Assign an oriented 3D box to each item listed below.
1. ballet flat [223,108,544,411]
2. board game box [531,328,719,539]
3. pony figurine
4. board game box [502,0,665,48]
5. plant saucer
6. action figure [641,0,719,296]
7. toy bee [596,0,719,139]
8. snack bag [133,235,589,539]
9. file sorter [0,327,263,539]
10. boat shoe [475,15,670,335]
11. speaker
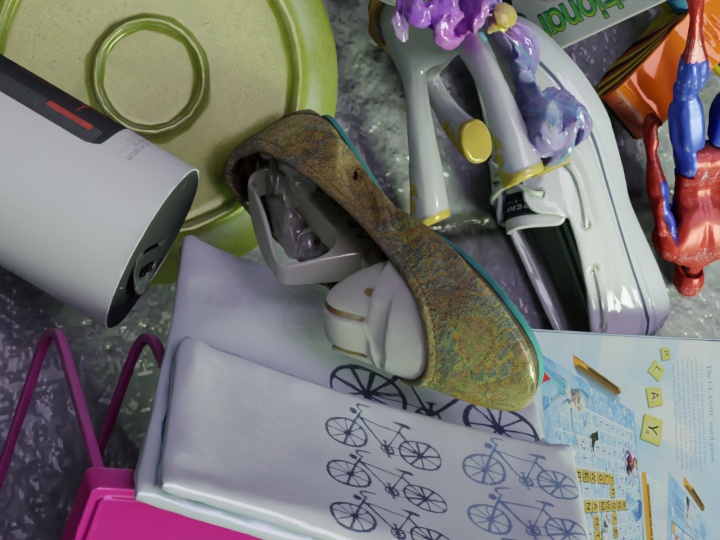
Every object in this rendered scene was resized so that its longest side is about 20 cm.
[{"bbox_3d":[0.000,0.000,0.674,0.070,0.071,0.200,-12,43,-30],"label":"ballet flat"},{"bbox_3d":[0.133,0.134,0.818,0.197,0.041,0.203,5,81,-29],"label":"board game box"},{"bbox_3d":[0.044,-0.137,0.780,0.165,0.193,0.202,-22,89,-27],"label":"pony figurine"},{"bbox_3d":[0.117,-0.193,0.826,0.034,0.199,0.127,-32,97,-32],"label":"board game box"},{"bbox_3d":[-0.103,-0.093,0.741,0.197,0.031,0.203,-1,94,-15],"label":"plant saucer"},{"bbox_3d":[0.196,-0.073,0.883,0.065,0.052,0.202,-8,120,-13],"label":"action figure"},{"bbox_3d":[0.221,-0.156,0.951,0.198,0.109,0.132,-23,98,-7],"label":"toy bee"},{"bbox_3d":[0.005,0.059,0.653,0.186,0.022,0.201,18,27,-10],"label":"snack bag"},{"bbox_3d":[-0.055,0.113,0.684,0.198,0.140,0.126,8,32,-28],"label":"file sorter"},{"bbox_3d":[0.108,-0.042,0.861,0.066,0.073,0.202,-31,94,-32],"label":"boat shoe"},{"bbox_3d":[-0.171,-0.056,0.671,0.199,0.081,0.082,30,63,3],"label":"speaker"}]
